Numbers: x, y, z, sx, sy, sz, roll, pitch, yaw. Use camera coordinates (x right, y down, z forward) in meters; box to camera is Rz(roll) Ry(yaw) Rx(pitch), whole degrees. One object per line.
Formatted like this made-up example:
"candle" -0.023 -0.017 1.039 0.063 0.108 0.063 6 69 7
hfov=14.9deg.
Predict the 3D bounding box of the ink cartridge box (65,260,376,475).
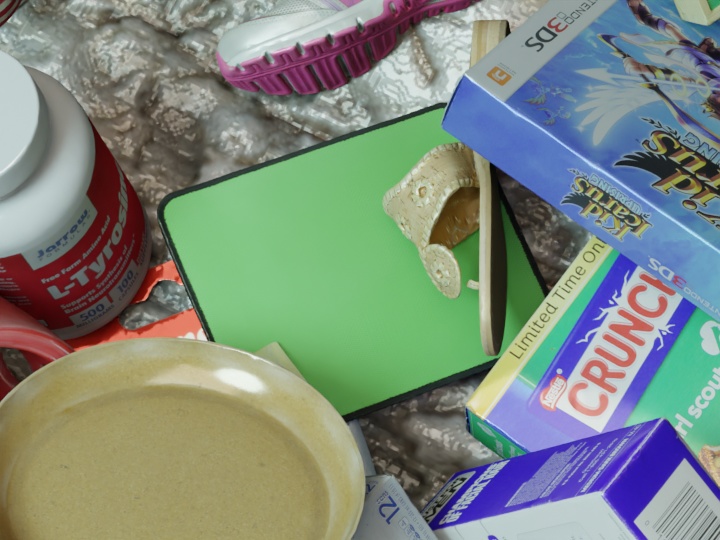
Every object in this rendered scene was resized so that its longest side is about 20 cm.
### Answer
"ink cartridge box" -0.087 0.085 1.569 0.162 0.050 0.201 -20 79 1

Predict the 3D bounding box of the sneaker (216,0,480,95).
"sneaker" -0.002 -0.174 1.609 0.199 0.081 0.088 -30 74 -10

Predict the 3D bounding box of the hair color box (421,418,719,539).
"hair color box" 0.117 0.150 1.437 0.109 0.200 0.065 51 57 -11

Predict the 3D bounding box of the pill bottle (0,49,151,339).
"pill bottle" -0.191 -0.044 1.525 0.112 0.200 0.113 -4 68 9

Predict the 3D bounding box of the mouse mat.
"mouse mat" 0.000 0.000 1.571 0.199 0.008 0.161 -19 75 -16

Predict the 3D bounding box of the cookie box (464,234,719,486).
"cookie box" 0.184 0.075 1.521 0.200 0.075 0.171 35 77 13

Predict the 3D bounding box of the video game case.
"video game case" 0.174 -0.079 1.528 0.200 0.046 0.181 35 45 13

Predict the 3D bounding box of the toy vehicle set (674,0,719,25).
"toy vehicle set" 0.239 -0.244 1.556 0.200 0.026 0.125 -37 117 -19

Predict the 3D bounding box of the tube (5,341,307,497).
"tube" -0.109 0.097 1.478 0.199 0.052 0.058 -21 97 -27

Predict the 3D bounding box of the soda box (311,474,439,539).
"soda box" 0.033 0.205 1.463 0.068 0.063 0.200 -45 110 -29

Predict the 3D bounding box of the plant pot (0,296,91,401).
"plant pot" -0.265 0.085 1.503 0.182 0.200 0.201 33 81 42

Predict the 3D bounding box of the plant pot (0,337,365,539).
"plant pot" -0.097 0.111 1.404 0.199 0.028 0.201 4 42 -4

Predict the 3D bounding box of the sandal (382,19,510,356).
"sandal" 0.048 -0.046 1.567 0.069 0.078 0.213 -1 63 10

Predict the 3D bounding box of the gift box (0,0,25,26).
"gift box" -0.232 -0.252 1.591 0.184 0.200 0.187 -42 77 1
